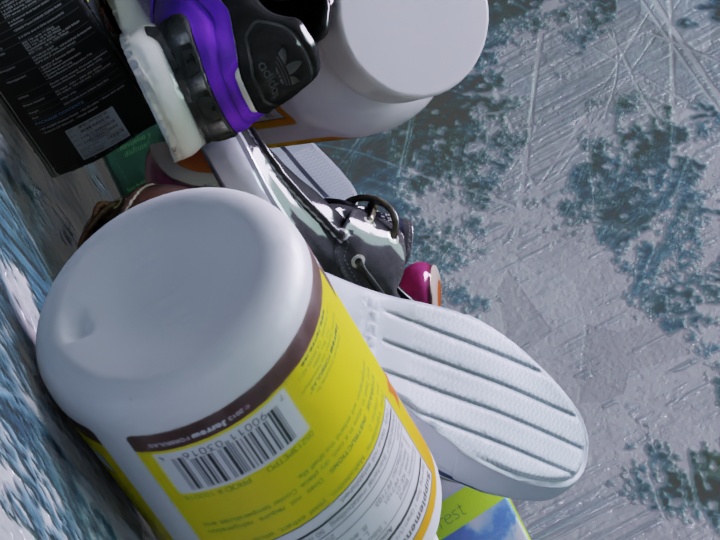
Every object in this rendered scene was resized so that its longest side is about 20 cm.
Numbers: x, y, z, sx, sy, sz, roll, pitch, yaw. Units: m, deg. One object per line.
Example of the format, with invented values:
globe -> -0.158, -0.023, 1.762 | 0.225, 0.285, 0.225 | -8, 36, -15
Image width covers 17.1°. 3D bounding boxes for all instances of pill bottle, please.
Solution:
pill bottle -> -0.037, 0.068, 0.926 | 0.200, 0.109, 0.109 | 61, 3, -44
pill bottle -> -0.021, -0.120, 1.198 | 0.200, 0.111, 0.111 | -1, -60, 62

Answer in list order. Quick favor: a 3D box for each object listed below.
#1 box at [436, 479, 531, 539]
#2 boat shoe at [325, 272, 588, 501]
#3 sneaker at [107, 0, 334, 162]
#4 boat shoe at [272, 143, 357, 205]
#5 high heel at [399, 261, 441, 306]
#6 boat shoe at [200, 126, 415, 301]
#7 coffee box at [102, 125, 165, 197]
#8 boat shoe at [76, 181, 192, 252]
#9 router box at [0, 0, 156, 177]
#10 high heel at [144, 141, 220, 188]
box -> 0.020, 0.144, 1.089 | 0.200, 0.122, 0.048 | 62, -20, -8
boat shoe -> 0.005, 0.049, 1.036 | 0.200, 0.062, 0.072 | 27, 53, -19
sneaker -> -0.061, -0.121, 1.102 | 0.200, 0.099, 0.070 | -113, 178, -57
boat shoe -> -0.079, -0.078, 1.471 | 0.200, 0.073, 0.067 | 55, -43, 29
high heel -> -0.006, 0.050, 1.417 | 0.200, 0.096, 0.068 | 103, -7, -57
boat shoe -> 0.000, 0.000, 1.135 | 0.200, 0.066, 0.070 | 54, 0, -23
coffee box -> -0.148, -0.118, 1.404 | 0.200, 0.044, 0.123 | 63, 2, 11
boat shoe -> -0.096, -0.003, 1.099 | 0.070, 0.071, 0.200 | 22, -7, 7
router box -> -0.174, -0.165, 1.139 | 0.150, 0.062, 0.200 | 59, 5, -49
high heel -> -0.088, -0.016, 1.253 | 0.200, 0.067, 0.096 | -109, -144, -84
